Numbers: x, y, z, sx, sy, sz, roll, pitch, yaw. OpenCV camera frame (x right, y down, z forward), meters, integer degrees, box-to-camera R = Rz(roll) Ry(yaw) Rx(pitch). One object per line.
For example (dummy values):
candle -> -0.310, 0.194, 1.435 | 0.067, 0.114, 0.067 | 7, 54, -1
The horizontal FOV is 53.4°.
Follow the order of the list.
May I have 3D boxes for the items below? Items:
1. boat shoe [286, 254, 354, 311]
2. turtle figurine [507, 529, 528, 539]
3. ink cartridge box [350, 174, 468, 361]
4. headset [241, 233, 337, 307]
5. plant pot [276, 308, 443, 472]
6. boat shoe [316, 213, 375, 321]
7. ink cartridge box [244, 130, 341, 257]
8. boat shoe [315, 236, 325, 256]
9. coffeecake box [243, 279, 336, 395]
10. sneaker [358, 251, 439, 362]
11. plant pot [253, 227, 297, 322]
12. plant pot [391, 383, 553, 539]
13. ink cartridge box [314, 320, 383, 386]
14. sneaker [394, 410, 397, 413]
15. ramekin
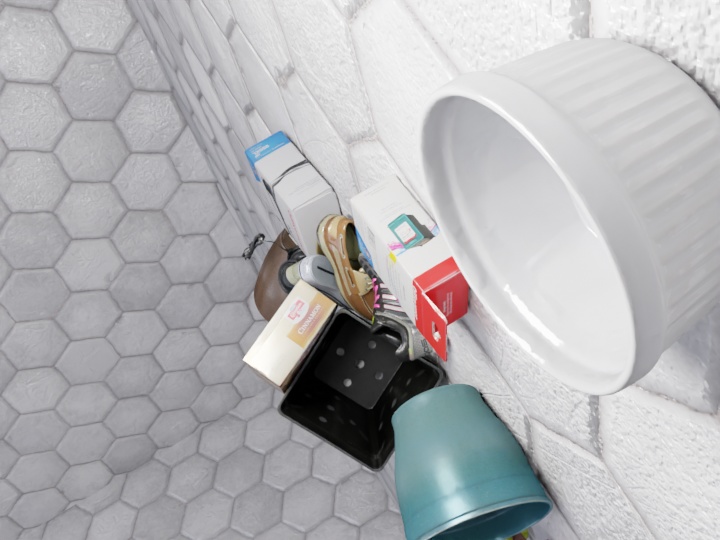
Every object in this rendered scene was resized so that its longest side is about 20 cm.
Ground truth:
boat shoe -> -0.042, 0.023, 1.219 | 0.062, 0.072, 0.200 | -8, 153, 39
turtle figurine -> 0.188, 0.423, 1.163 | 0.200, 0.160, 0.065 | -173, 91, -69
ink cartridge box -> 0.070, -0.003, 0.858 | 0.200, 0.067, 0.116 | 54, 167, 29
headset -> -0.119, 0.004, 1.322 | 0.200, 0.094, 0.124 | 39, -154, -10
plant pot -> -0.001, 0.180, 1.218 | 0.199, 0.201, 0.177 | 32, -173, -5
boat shoe -> 0.000, 0.000, 1.154 | 0.074, 0.076, 0.201 | 4, 131, 53
ink cartridge box -> -0.114, -0.133, 1.288 | 0.200, 0.084, 0.145 | 50, 166, 39
boat shoe -> -0.034, -0.018, 1.266 | 0.201, 0.073, 0.063 | 59, -174, -49
coffeecake box -> -0.112, 0.115, 1.177 | 0.073, 0.154, 0.200 | 34, 167, 5
sneaker -> 0.042, 0.052, 1.060 | 0.200, 0.087, 0.074 | 56, 168, 19
plant pot -> -0.124, -0.005, 1.477 | 0.187, 0.186, 0.200 | 54, 153, 26
plant pot -> 0.132, 0.267, 0.981 | 0.200, 0.199, 0.189 | 79, 173, -57
ink cartridge box -> -0.020, 0.199, 1.404 | 0.148, 0.199, 0.145 | 61, 170, -7
sneaker -> 0.126, 0.287, 1.124 | 0.201, 0.071, 0.073 | 63, 177, -20
ramekin -> 0.130, -0.039, 0.425 | 0.201, 0.105, 0.200 | 56, 168, 18
